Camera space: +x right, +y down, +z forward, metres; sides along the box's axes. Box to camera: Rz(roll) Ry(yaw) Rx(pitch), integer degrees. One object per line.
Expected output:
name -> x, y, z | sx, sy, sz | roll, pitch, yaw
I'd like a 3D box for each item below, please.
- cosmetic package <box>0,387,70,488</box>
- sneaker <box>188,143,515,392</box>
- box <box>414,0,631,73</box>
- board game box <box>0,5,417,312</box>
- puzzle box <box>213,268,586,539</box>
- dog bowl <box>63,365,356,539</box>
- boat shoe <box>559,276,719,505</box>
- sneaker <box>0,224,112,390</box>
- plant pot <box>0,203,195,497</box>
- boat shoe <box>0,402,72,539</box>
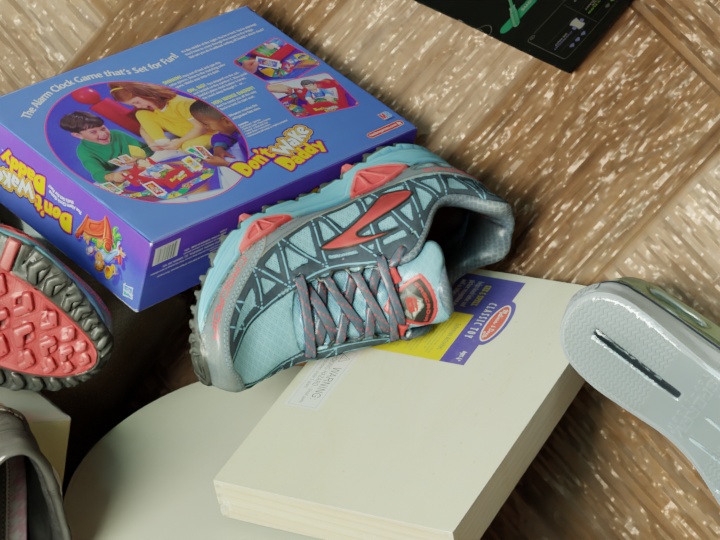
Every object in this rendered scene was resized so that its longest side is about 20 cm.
cosmetic package -> -0.215, 0.157, 1.284 | 0.071, 0.105, 0.200 | 29, 116, 54
sneaker -> 0.000, 0.000, 1.293 | 0.096, 0.200, 0.079 | 23, 136, 37
box -> 0.059, -0.204, 1.284 | 0.149, 0.200, 0.124 | 46, 105, 24
board game box -> -0.087, -0.064, 1.343 | 0.134, 0.200, 0.045 | 37, 131, 27
puzzle box -> 0.033, 0.065, 1.280 | 0.133, 0.200, 0.025 | 10, 129, 28
dog bowl -> -0.048, 0.138, 1.292 | 0.200, 0.200, 0.079 | 11, 130, 28
boat shoe -> 0.188, 0.070, 1.254 | 0.200, 0.062, 0.072 | 43, 122, 7
sneaker -> -0.205, -0.018, 1.274 | 0.200, 0.096, 0.079 | 31, 117, -3
plant pot -> -0.208, 0.044, 1.399 | 0.200, 0.200, 0.198 | 39, 94, 26
boat shoe -> -0.169, 0.161, 1.233 | 0.057, 0.067, 0.200 | 30, 130, 55
